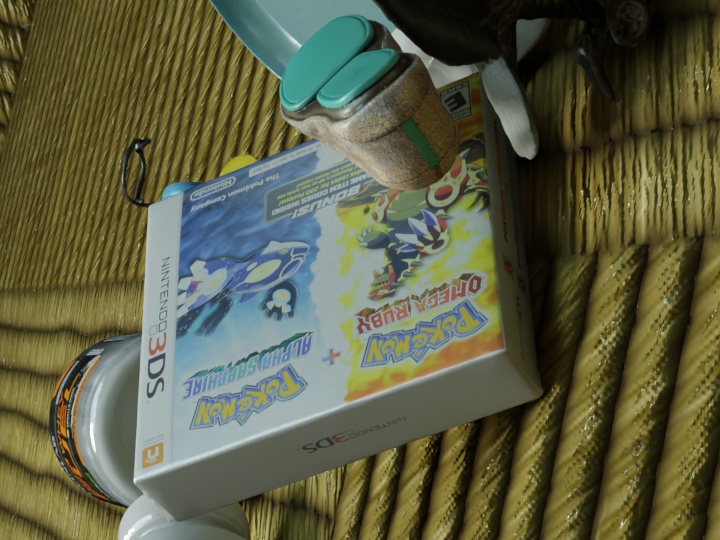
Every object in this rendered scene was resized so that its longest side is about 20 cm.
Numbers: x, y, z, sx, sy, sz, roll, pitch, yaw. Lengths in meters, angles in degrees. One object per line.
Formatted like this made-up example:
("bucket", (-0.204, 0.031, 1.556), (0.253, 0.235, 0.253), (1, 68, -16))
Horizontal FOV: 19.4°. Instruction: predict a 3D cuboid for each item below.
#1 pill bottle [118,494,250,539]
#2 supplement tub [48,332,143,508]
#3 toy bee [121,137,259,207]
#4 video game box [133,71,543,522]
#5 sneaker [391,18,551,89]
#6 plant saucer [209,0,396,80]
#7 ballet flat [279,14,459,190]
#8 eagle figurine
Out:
("pill bottle", (-0.098, 0.218, 1.220), (0.200, 0.111, 0.112), (-99, 28, -53))
("supplement tub", (-0.145, 0.103, 1.442), (0.200, 0.122, 0.123), (168, 115, -72))
("toy bee", (-0.089, -0.016, 1.428), (0.200, 0.108, 0.132), (9, -94, -82))
("video game box", (-0.015, 0.012, 1.027), (0.199, 0.047, 0.183), (-21, 47, 19))
("sneaker", (0.051, -0.122, 1.097), (0.200, 0.075, 0.089), (-47, 21, 49))
("plant saucer", (-0.035, -0.172, 1.241), (0.027, 0.200, 0.200), (-43, 5, -21))
("ballet flat", (0.005, -0.073, 0.991), (0.068, 0.067, 0.200), (-40, 15, 4))
("eagle figurine", (0.033, -0.153, 0.924), (0.152, 0.199, 0.152), (131, 148, -56))
